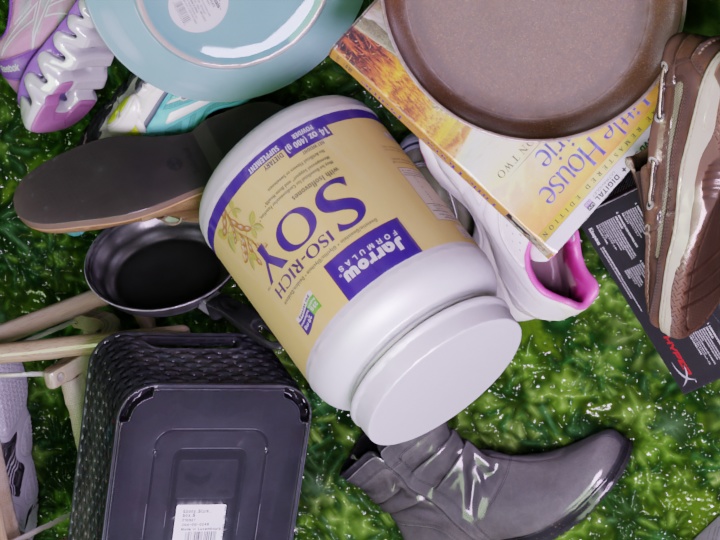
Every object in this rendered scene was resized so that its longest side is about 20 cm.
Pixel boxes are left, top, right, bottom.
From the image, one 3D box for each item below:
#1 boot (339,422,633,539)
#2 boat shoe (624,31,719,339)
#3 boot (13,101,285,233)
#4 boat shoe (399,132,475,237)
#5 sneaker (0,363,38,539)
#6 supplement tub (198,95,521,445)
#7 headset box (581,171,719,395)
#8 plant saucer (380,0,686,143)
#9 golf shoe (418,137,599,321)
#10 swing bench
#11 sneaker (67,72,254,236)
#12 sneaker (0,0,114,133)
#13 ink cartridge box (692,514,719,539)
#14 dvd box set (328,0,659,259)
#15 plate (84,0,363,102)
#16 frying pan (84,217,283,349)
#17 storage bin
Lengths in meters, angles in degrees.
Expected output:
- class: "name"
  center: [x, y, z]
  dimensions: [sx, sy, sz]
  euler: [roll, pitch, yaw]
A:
- class: "boot"
  center: [0.086, 0.140, 1.790]
  dimensions: [0.200, 0.070, 0.132]
  euler: [-34, 104, 26]
- class: "boat shoe"
  center: [0.206, -0.058, 1.585]
  dimensions: [0.075, 0.075, 0.203]
  euler: [28, 121, 33]
- class: "boot"
  center: [-0.137, -0.052, 1.708]
  dimensions: [0.199, 0.074, 0.076]
  euler: [-14, 145, -9]
- class: "boat shoe"
  center: [0.056, 0.002, 1.737]
  dimensions: [0.072, 0.062, 0.201]
  euler: [-1, 114, 17]
- class: "sneaker"
  center: [-0.313, 0.148, 1.912]
  dimensions: [0.114, 0.075, 0.201]
  euler: [5, 111, 14]
- class: "supplement tub"
  center: [0.000, 0.000, 1.643]
  dimensions: [0.200, 0.145, 0.146]
  euler: [52, 123, 24]
- class: "headset box"
  center: [0.268, -0.029, 1.652]
  dimensions: [0.199, 0.077, 0.149]
  euler: [-28, 105, 25]
- class: "plant saucer"
  center: [0.110, -0.179, 1.601]
  dimensions: [0.199, 0.032, 0.202]
  euler: [1, 85, -6]
- class: "golf shoe"
  center: [0.104, -0.054, 1.675]
  dimensions: [0.091, 0.075, 0.201]
  euler: [13, 134, 57]
- class: "swing bench"
  center: [-0.216, 0.130, 1.795]
  dimensions: [0.199, 0.130, 0.200]
  euler: [-13, 114, -13]
- class: "sneaker"
  center: [-0.150, -0.087, 1.751]
  dimensions: [0.079, 0.078, 0.200]
  euler: [35, 122, -17]
- class: "sneaker"
  center: [-0.194, -0.193, 1.714]
  dimensions: [0.089, 0.080, 0.200]
  euler: [46, 116, 19]
- class: "ink cartridge box"
  center: [0.272, 0.273, 1.794]
  dimensions: [0.146, 0.086, 0.200]
  euler: [40, 118, -5]
- class: "dvd box set"
  center: [0.099, -0.128, 1.628]
  dimensions: [0.200, 0.029, 0.146]
  euler: [43, 84, 0]
- class: "plate"
  center: [-0.086, -0.201, 1.652]
  dimensions: [0.199, 0.026, 0.201]
  euler: [-6, 118, -12]
- class: "frying pan"
  center: [-0.106, 0.003, 1.748]
  dimensions: [0.189, 0.115, 0.031]
  euler: [16, 137, 26]
- class: "storage bin"
  center: [-0.120, 0.152, 1.706]
  dimensions: [0.134, 0.094, 0.201]
  euler: [1, 111, -21]
